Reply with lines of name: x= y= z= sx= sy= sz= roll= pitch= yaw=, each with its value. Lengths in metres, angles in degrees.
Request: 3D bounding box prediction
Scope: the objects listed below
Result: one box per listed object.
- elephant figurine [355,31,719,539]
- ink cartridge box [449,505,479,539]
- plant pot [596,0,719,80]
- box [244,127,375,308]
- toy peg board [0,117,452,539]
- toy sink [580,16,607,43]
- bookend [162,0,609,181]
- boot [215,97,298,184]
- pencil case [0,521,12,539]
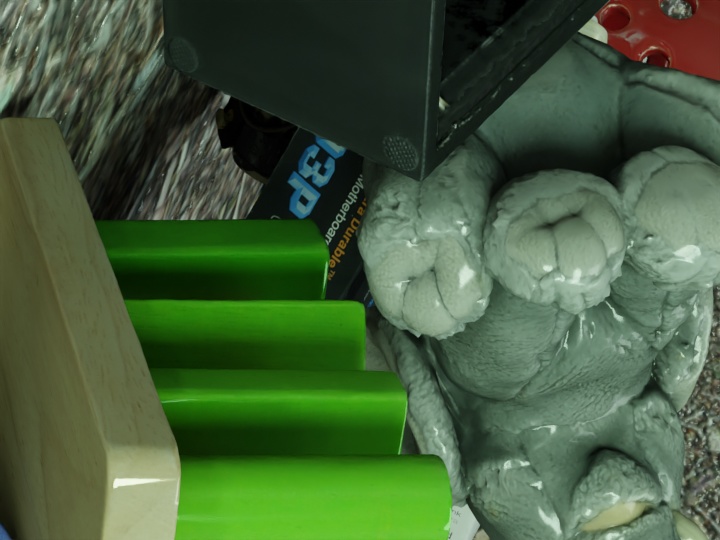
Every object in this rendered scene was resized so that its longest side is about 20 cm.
elephant figurine: x=0.056 y=0.035 z=0.833 sx=0.155 sy=0.141 sz=0.201 roll=-64 pitch=158 yaw=-46
ink cartridge box: x=0.026 y=0.048 z=1.479 sx=0.084 sy=0.144 sz=0.200 roll=-57 pitch=169 yaw=-45
plant pot: x=0.134 y=-0.103 z=1.585 sx=0.201 sy=0.182 sz=0.201 roll=-61 pitch=172 yaw=-14
box: x=0.000 y=0.000 z=0.951 sx=0.201 sy=0.046 sz=0.159 roll=-61 pitch=165 yaw=-11
toy peg board: x=-0.050 y=0.088 z=0.773 sx=0.200 sy=0.097 sz=0.200 roll=-118 pitch=-148 yaw=-59
toy sink: x=0.051 y=-0.088 z=1.328 sx=0.201 sy=0.112 sz=0.130 roll=-63 pitch=173 yaw=-6
bookend: x=0.037 y=-0.167 z=0.760 sx=0.200 sy=0.092 sz=0.199 roll=-44 pitch=149 yaw=-40
boot: x=-0.015 y=-0.094 z=1.008 sx=0.200 sy=0.073 sz=0.151 roll=-66 pitch=175 yaw=-53
pencil case: x=-0.147 y=0.133 z=0.801 sx=0.087 sy=0.078 sz=0.200 roll=-44 pitch=161 yaw=-39
